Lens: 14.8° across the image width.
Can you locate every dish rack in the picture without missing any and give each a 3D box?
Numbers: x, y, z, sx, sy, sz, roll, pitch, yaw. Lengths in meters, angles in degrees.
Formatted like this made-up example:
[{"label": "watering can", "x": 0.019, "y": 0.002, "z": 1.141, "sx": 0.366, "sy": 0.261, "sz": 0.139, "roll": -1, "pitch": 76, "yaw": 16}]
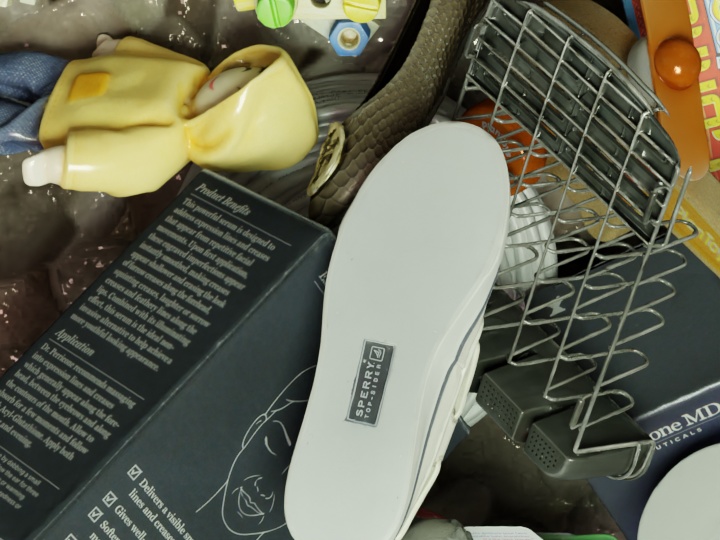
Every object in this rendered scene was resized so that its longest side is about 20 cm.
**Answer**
[{"label": "dish rack", "x": 0.087, "y": -0.017, "z": 1.230, "sx": 0.054, "sy": 0.153, "sz": 0.201, "roll": -14, "pitch": 134, "yaw": -36}]

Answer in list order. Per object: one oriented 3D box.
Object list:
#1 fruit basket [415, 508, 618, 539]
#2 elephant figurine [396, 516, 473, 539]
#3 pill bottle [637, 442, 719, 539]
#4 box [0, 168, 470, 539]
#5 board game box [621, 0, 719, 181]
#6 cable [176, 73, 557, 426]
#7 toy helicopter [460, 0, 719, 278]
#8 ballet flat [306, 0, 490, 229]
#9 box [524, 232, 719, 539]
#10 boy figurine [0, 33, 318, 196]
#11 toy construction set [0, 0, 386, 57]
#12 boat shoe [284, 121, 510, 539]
[{"label": "fruit basket", "x": 0.052, "y": 0.153, "z": 1.369, "sx": 0.184, "sy": 0.094, "sz": 0.200, "roll": -3, "pitch": 149, "yaw": 34}, {"label": "elephant figurine", "x": 0.065, "y": 0.208, "z": 1.245, "sx": 0.200, "sy": 0.155, "sz": 0.142, "roll": 35, "pitch": 73, "yaw": -26}, {"label": "pill bottle", "x": 0.215, "y": 0.163, "z": 1.307, "sx": 0.111, "sy": 0.111, "sz": 0.200, "roll": -34, "pitch": 133, "yaw": 16}, {"label": "box", "x": -0.075, "y": 0.082, "z": 1.261, "sx": 0.200, "sy": 0.107, "sz": 0.149, "roll": -46, "pitch": 129, "yaw": -14}, {"label": "board game box", "x": 0.221, "y": -0.144, "z": 1.319, "sx": 0.195, "sy": 0.056, "sz": 0.201, "roll": -15, "pitch": 116, "yaw": 7}, {"label": "cable", "x": 0.000, "y": 0.000, "z": 1.385, "sx": 0.200, "sy": 0.069, "sz": 0.200, "roll": -40, "pitch": 109, "yaw": 17}, {"label": "toy helicopter", "x": 0.143, "y": -0.051, "z": 1.267, "sx": 0.200, "sy": 0.079, "sz": 0.133, "roll": 47, "pitch": 140, "yaw": 19}, {"label": "ballet flat", "x": 0.024, "y": -0.105, "z": 1.288, "sx": 0.046, "sy": 0.067, "sz": 0.200, "roll": 37, "pitch": 71, "yaw": -14}, {"label": "box", "x": 0.189, "y": 0.075, "z": 1.368, "sx": 0.147, "sy": 0.105, "sz": 0.200, "roll": -25, "pitch": 135, "yaw": 12}, {"label": "boy figurine", "x": -0.120, "y": -0.076, "z": 1.308, "sx": 0.199, "sy": 0.124, "sz": 0.065, "roll": 5, "pitch": 124, "yaw": 18}, {"label": "toy construction set", "x": -0.079, "y": -0.170, "z": 1.293, "sx": 0.199, "sy": 0.092, "sz": 0.132, "roll": 4, "pitch": 117, "yaw": -14}, {"label": "boat shoe", "x": 0.020, "y": 0.036, "z": 1.203, "sx": 0.072, "sy": 0.066, "sz": 0.201, "roll": 11, "pitch": 78, "yaw": 11}]
